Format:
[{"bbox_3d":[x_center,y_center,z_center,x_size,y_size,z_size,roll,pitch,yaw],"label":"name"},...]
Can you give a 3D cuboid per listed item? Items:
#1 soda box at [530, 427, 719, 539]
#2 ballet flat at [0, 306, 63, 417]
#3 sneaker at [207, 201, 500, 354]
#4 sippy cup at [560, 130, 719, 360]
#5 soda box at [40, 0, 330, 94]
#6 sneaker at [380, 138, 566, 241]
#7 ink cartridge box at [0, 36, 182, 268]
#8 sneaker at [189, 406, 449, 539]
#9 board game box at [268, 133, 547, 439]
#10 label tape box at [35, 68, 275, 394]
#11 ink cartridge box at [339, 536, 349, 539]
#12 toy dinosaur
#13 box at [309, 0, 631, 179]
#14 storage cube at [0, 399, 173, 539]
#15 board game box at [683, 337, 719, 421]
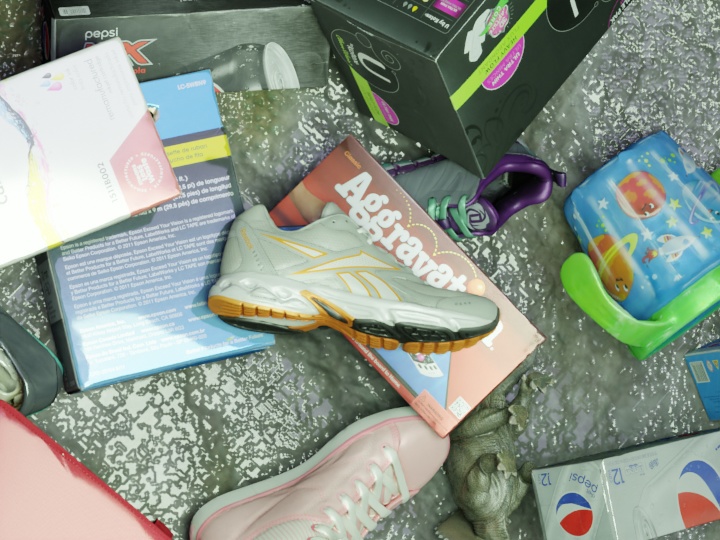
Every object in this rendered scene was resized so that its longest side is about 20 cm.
[{"bbox_3d":[0.213,0.154,1.688,0.200,0.068,0.064,-7,85,-47],"label":"soda box"},{"bbox_3d":[-0.287,0.029,1.616,0.200,0.073,0.073,45,76,-8],"label":"ballet flat"},{"bbox_3d":[0.000,0.000,1.623,0.199,0.076,0.092,9,73,-4],"label":"sneaker"},{"bbox_3d":[0.220,-0.025,1.731,0.140,0.178,0.130,-37,82,13],"label":"sippy cup"},{"bbox_3d":[-0.123,-0.167,1.675,0.199,0.063,0.071,-5,123,-14],"label":"soda box"},{"bbox_3d":[0.047,-0.043,1.696,0.200,0.088,0.075,-28,114,-15],"label":"sneaker"},{"bbox_3d":[-0.235,-0.064,1.575,0.200,0.067,0.117,-24,94,-16],"label":"ink cartridge box"},{"bbox_3d":[-0.012,0.174,1.648,0.200,0.105,0.075,-25,125,-12],"label":"sneaker"},{"bbox_3d":[0.026,0.011,1.665,0.103,0.019,0.200,-44,85,2],"label":"board game box"},{"bbox_3d":[-0.155,-0.027,1.663,0.144,0.063,0.200,-12,88,-15],"label":"label tape box"},{"bbox_3d":[-0.065,0.286,1.617,0.200,0.057,0.163,-43,129,-16],"label":"ink cartridge box"},{"bbox_3d":[0.091,0.127,1.699,0.077,0.102,0.200,12,66,-38],"label":"toy dinosaur"},{"bbox_3d":[0.085,-0.198,1.678,0.124,0.149,0.200,29,72,31],"label":"box"},{"bbox_3d":[-0.233,0.211,1.561,0.180,0.171,0.200,41,77,-5],"label":"storage cube"},{"bbox_3d":[0.363,0.044,1.718,0.195,0.200,0.056,-22,91,-15],"label":"board game box"}]
